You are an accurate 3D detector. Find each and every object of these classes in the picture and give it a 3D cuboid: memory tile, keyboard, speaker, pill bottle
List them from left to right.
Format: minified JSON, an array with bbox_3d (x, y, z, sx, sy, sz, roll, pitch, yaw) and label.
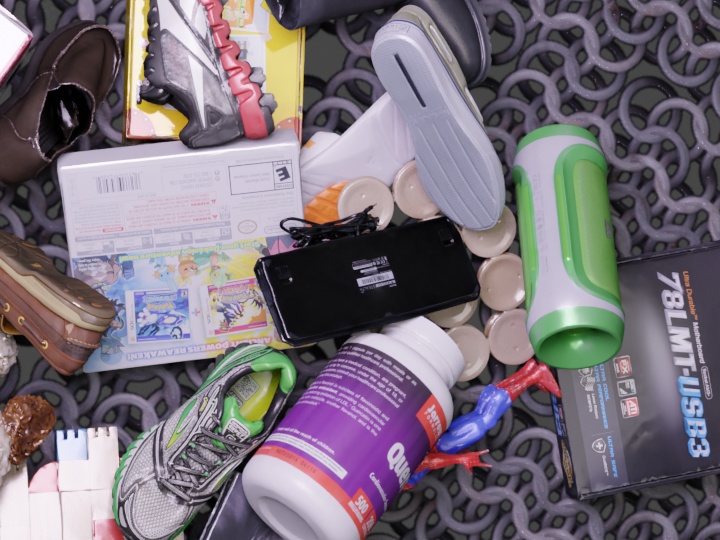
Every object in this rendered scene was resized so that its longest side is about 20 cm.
[{"bbox_3d":[0.000,0.000,1.680,0.199,0.040,0.105,-12,77,-33],"label":"keyboard"},{"bbox_3d":[0.000,0.131,1.666,0.112,0.112,0.200,42,65,-5],"label":"pill bottle"},{"bbox_3d":[0.069,0.001,1.745,0.152,0.017,0.202,-18,105,-11],"label":"memory tile"},{"bbox_3d":[0.174,-0.022,1.716,0.087,0.089,0.202,3,57,-9],"label":"speaker"}]

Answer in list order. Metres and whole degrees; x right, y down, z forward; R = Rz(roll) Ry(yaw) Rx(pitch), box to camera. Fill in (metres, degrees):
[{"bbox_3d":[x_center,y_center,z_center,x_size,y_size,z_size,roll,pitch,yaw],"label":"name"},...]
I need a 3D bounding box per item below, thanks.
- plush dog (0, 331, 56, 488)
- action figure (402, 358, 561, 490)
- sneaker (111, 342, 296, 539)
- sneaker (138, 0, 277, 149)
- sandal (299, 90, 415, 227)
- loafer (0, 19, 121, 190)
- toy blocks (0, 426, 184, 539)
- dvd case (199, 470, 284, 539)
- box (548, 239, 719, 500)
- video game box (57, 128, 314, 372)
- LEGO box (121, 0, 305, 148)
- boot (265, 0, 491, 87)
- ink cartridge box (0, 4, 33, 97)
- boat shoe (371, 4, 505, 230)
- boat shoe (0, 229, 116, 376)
[{"bbox_3d":[-0.342,0.120,1.608,0.200,0.161,0.172,-41,70,-10],"label":"plush dog"},{"bbox_3d":[0.079,0.147,1.741,0.199,0.065,0.052,-29,102,-8],"label":"action figure"},{"bbox_3d":[-0.127,0.136,1.641,0.078,0.085,0.201,40,73,-13],"label":"sneaker"},{"bbox_3d":[-0.145,-0.187,1.637,0.097,0.071,0.202,-24,88,-6],"label":"sneaker"},{"bbox_3d":[-0.007,-0.093,1.741,0.206,0.059,0.079,-42,119,2],"label":"sandal"},{"bbox_3d":[-0.238,-0.134,1.658,0.073,0.071,0.201,65,35,-34],"label":"loafer"},{"bbox_3d":[-0.225,0.191,1.685,0.198,0.100,0.138,-2,77,-12],"label":"toy blocks"},{"bbox_3d":[-0.093,0.283,1.698,0.148,0.016,0.201,30,82,-38],"label":"dvd case"},{"bbox_3d":[0.262,0.084,1.785,0.196,0.050,0.202,-9,89,-8],"label":"box"},{"bbox_3d":[-0.142,-0.016,1.686,0.198,0.047,0.184,-6,110,-6],"label":"video game box"},{"bbox_3d":[-0.123,-0.202,1.718,0.147,0.077,0.202,3,87,-10],"label":"LEGO box"},{"bbox_3d":[0.011,-0.222,1.694,0.199,0.065,0.166,-12,78,-50],"label":"boot"},{"bbox_3d":[-0.335,-0.143,1.620,0.083,0.200,0.146,36,83,-9],"label":"ink cartridge box"},{"bbox_3d":[0.073,-0.127,1.678,0.201,0.071,0.062,65,35,-28],"label":"boat shoe"},{"bbox_3d":[-0.279,0.017,1.645,0.072,0.199,0.068,14,105,-51],"label":"boat shoe"}]
